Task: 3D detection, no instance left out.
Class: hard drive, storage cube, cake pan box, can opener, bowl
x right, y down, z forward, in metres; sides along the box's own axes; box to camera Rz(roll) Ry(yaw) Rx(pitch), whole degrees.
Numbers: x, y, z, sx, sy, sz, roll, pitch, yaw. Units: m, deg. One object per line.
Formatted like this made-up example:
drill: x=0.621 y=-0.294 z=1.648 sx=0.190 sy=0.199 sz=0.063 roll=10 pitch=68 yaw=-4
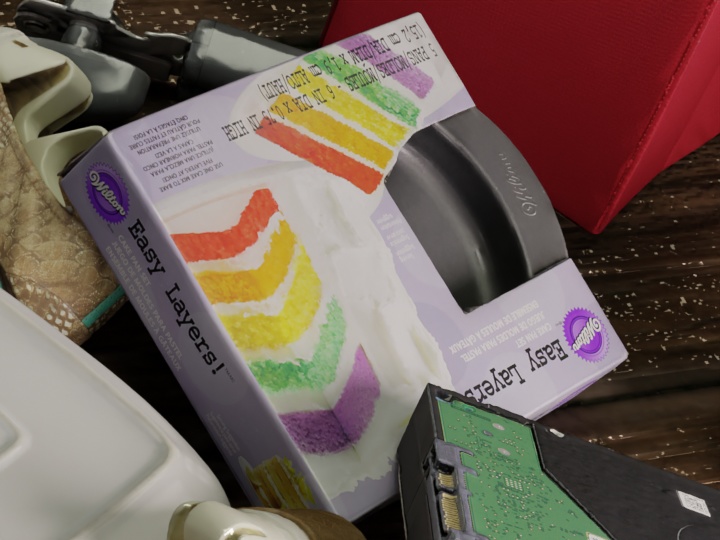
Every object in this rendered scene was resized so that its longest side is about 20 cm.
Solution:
hard drive: x=0.112 y=0.116 z=0.832 sx=0.200 sy=0.038 sz=0.140 roll=21 pitch=18 yaw=-11
storage cube: x=0.113 y=-0.159 z=1.102 sx=0.200 sy=0.180 sz=0.171 roll=34 pitch=36 yaw=15
cake pan box: x=0.000 y=0.000 z=0.945 sx=0.200 sy=0.052 sz=0.185 roll=-24 pitch=83 yaw=-42
can opener: x=-0.073 y=-0.080 z=1.061 sx=0.199 sy=0.053 sz=0.067 roll=18 pitch=73 yaw=-5
bowl: x=-0.157 y=0.081 z=0.821 sx=0.200 sy=0.075 sz=0.200 roll=37 pitch=42 yaw=19

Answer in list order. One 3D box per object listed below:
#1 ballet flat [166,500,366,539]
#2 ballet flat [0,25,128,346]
ballet flat: x=-0.067 y=0.122 z=0.756 sx=0.068 sy=0.072 sz=0.200 roll=27 pitch=46 yaw=34
ballet flat: x=-0.139 y=-0.053 z=0.972 sx=0.065 sy=0.071 sz=0.200 roll=-29 pitch=59 yaw=6
